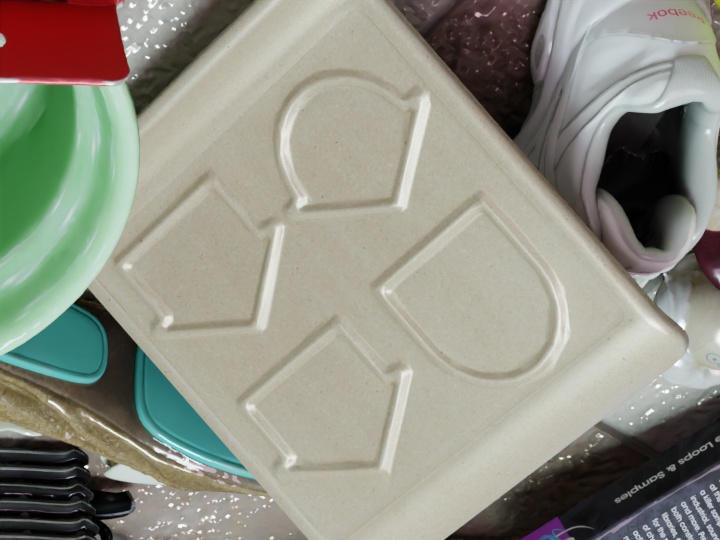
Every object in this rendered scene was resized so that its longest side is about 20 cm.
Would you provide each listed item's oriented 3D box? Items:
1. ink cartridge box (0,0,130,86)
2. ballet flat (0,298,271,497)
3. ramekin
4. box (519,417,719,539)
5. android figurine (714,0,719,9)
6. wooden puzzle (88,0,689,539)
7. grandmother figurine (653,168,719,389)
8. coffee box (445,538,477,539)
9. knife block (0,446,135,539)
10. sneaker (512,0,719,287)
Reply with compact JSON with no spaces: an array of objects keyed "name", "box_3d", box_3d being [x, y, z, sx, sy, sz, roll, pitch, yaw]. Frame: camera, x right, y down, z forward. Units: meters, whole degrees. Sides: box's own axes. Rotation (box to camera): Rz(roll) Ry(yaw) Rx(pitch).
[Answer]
[{"name":"ink cartridge box","box_3d":[-0.130,-0.141,0.864,0.116,0.200,0.067,1,130,-14]},{"name":"ballet flat","box_3d":[-0.106,0.051,1.134,0.199,0.068,0.072,20,144,-26]},{"name":"ramekin","box_3d":[-0.181,-0.062,0.990,0.199,0.098,0.200,-6,131,-7]},{"name":"box","box_3d":[0.177,0.128,1.236,0.200,0.036,0.143,-30,118,2]},{"name":"android figurine","box_3d":[0.218,-0.097,1.064,0.182,0.041,0.200,18,135,-19]},{"name":"wooden puzzle","box_3d":[0.000,0.000,1.071,0.200,0.046,0.185,46,124,-5]},{"name":"grandmother figurine","box_3d":[0.180,-0.008,1.108,0.121,0.061,0.200,29,141,-19]},{"name":"coffee box","box_3d":[0.107,0.181,1.300,0.199,0.044,0.123,5,128,-17]},{"name":"knife block","box_3d":[-0.194,0.133,1.178,0.200,0.064,0.176,-27,130,11]},{"name":"sneaker","box_3d":[0.089,-0.019,1.085,0.078,0.100,0.200,0,130,-15]}]
